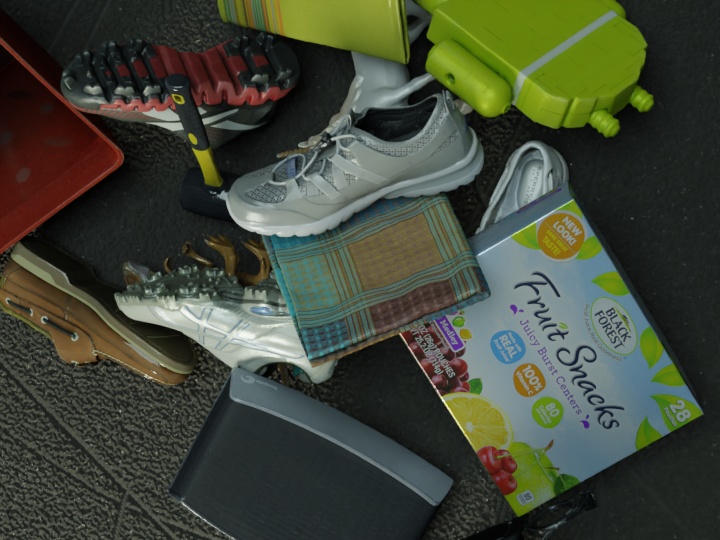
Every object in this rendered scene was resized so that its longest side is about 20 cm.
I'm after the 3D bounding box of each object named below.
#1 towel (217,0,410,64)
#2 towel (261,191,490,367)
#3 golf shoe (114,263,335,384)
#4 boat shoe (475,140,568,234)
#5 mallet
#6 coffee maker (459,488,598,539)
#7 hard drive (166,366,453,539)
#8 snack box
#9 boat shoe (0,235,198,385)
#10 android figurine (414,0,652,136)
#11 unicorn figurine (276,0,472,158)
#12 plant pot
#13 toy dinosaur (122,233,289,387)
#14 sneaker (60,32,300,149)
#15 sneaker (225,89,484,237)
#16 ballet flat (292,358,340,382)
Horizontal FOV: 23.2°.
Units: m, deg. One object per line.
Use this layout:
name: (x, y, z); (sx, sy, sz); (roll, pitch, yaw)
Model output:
towel: (-0.042, -0.223, 1.403); (0.200, 0.018, 0.086); (18, 130, 36)
towel: (0.004, -0.019, 1.329); (0.146, 0.022, 0.200); (-23, 39, 1)
golf shoe: (-0.108, 0.049, 1.401); (0.200, 0.078, 0.097); (4, 111, 29)
boat shoe: (0.116, -0.007, 1.396); (0.071, 0.069, 0.200); (9, 87, 15)
mallet: (-0.118, -0.096, 1.413); (0.066, 0.200, 0.041); (16, 66, 7)
coffee maker: (0.118, 0.298, 1.309); (0.192, 0.135, 0.200); (-27, 89, 34)
hard drive: (-0.041, 0.177, 1.390); (0.200, 0.042, 0.135); (28, 103, -5)
snack box: (0.140, 0.060, 1.345); (0.168, 0.068, 0.200); (-30, 104, 10)
boat shoe: (-0.225, 0.049, 1.492); (0.200, 0.072, 0.068); (34, 105, 23)
android figurine: (0.138, -0.179, 1.365); (0.200, 0.041, 0.182); (40, 52, 16)
unicorn figurine: (0.021, -0.153, 1.426); (0.137, 0.074, 0.200); (-14, 43, 22)
plant pot: (-0.350, -0.143, 1.476); (0.200, 0.200, 0.176); (-35, 45, 9)
toy dinosaur: (-0.107, 0.029, 1.472); (0.200, 0.060, 0.106); (31, 113, 23)
sneaker: (-0.151, -0.141, 1.446); (0.200, 0.098, 0.071); (-6, 54, -24)
sneaker: (-0.011, -0.090, 1.332); (0.200, 0.082, 0.075); (-18, 41, 4)
ballet flat: (0.000, 0.000, 1.434); (0.072, 0.072, 0.200); (14, 89, 17)
